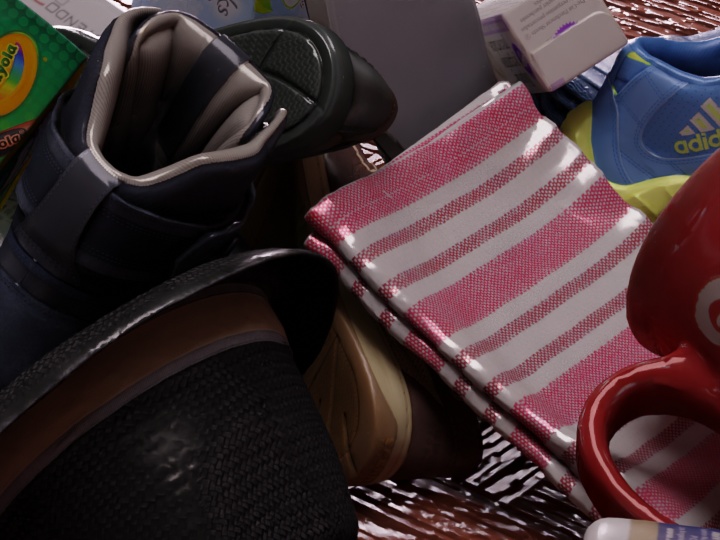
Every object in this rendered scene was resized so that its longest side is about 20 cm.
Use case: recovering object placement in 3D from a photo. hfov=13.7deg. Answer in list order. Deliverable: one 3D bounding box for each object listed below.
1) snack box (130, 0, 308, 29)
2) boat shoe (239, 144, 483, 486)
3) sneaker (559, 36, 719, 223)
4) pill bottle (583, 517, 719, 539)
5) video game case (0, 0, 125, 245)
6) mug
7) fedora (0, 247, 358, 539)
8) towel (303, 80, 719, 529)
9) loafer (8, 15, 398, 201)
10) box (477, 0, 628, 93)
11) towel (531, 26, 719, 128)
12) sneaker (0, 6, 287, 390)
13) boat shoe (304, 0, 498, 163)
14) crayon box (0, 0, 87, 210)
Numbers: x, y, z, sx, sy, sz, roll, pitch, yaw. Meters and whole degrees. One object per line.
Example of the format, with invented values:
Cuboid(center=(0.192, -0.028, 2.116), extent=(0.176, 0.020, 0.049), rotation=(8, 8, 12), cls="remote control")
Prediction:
Cuboid(center=(-0.025, -0.155, 1.344), extent=(0.067, 0.169, 0.200), rotation=(16, 17, 23), cls="snack box")
Cuboid(center=(0.000, 0.000, 1.181), extent=(0.072, 0.072, 0.200), rotation=(4, 46, -29), cls="boat shoe")
Cuboid(center=(0.179, -0.038, 1.230), extent=(0.199, 0.105, 0.076), rotation=(16, 28, -9), cls="sneaker")
Cuboid(center=(0.162, 0.142, 0.926), extent=(0.199, 0.112, 0.111), rotation=(7, 29, 6), cls="pill bottle")
Cuboid(center=(-0.186, -0.055, 1.244), extent=(0.200, 0.022, 0.182), rotation=(-40, 51, -17), cls="video game case")
Cuboid(center=(0.190, 0.062, 1.057), extent=(0.200, 0.178, 0.133), rotation=(51, 13, 32), cls="mug")
Cuboid(center=(-0.060, 0.079, 0.993), extent=(0.200, 0.201, 0.092), rotation=(-26, 71, -41), cls="fedora")
Cuboid(center=(0.087, 0.019, 1.144), extent=(0.200, 0.030, 0.146), rotation=(43, 41, 11), cls="towel")
Cuboid(center=(-0.079, -0.057, 1.165), extent=(0.199, 0.072, 0.063), rotation=(-2, -11, 32), cls="loafer")
Cuboid(center=(0.071, -0.101, 1.295), extent=(0.041, 0.039, 0.200), rotation=(-34, 6, -5), cls="box")
Cuboid(center=(0.186, -0.080, 1.394), extent=(0.199, 0.049, 0.112), rotation=(-12, 28, -23), cls="towel")
Cuboid(center=(-0.063, -0.023, 1.054), extent=(0.077, 0.146, 0.202), rotation=(35, 22, 11), cls="sneaker")
Cuboid(center=(0.021, -0.077, 1.244), extent=(0.070, 0.200, 0.071), rotation=(23, 67, 48), cls="boat shoe")
Cuboid(center=(-0.173, -0.016, 1.065), extent=(0.058, 0.200, 0.119), rotation=(38, 64, -3), cls="crayon box")
